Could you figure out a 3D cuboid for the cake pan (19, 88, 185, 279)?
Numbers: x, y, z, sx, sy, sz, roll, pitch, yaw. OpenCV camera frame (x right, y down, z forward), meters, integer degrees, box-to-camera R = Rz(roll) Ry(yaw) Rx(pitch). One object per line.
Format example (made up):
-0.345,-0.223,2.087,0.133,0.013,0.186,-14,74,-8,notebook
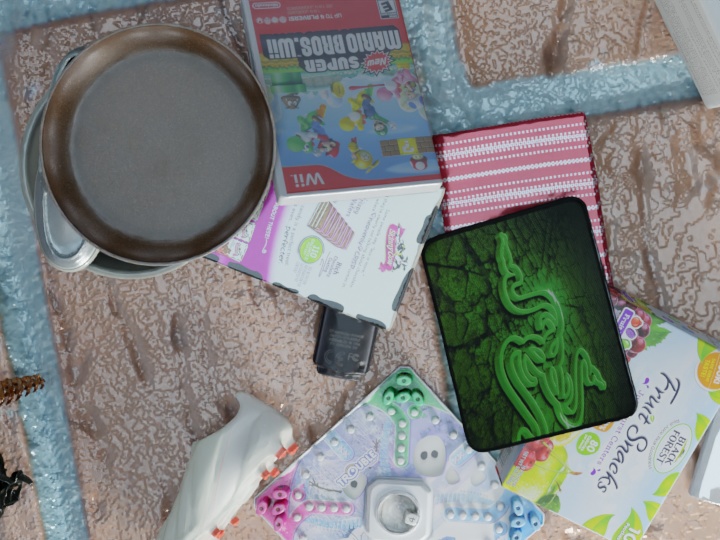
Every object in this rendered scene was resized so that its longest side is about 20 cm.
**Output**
-0.208,-0.093,1.335,0.199,0.037,0.201,0,96,3,cake pan

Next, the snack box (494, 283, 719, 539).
0.231,0.131,1.317,0.142,0.053,0.200,26,101,-9,snack box

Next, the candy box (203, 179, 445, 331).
-0.042,-0.047,1.284,0.199,0.061,0.137,22,94,0,candy box

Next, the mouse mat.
0.146,0.048,1.293,0.160,0.008,0.201,-17,83,21,mouse mat

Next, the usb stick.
0.000,0.000,1.337,0.055,0.033,0.201,12,97,-1,usb stick

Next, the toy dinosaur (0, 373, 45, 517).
-0.377,0.164,1.350,0.200,0.102,0.136,-42,75,28,toy dinosaur

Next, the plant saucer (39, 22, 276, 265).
-0.167,-0.104,1.226,0.199,0.032,0.201,0,91,4,plant saucer

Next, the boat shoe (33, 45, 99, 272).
-0.254,-0.097,1.282,0.070,0.072,0.202,7,96,2,boat shoe

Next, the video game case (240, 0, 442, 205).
-0.018,-0.154,1.263,0.142,0.017,0.201,-6,67,-14,video game case

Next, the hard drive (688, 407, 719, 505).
0.391,0.127,1.333,0.131,0.026,0.201,16,97,1,hard drive

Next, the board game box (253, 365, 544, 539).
0.035,0.226,1.363,0.200,0.026,0.200,-42,93,7,board game box

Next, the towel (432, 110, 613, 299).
0.149,-0.035,1.330,0.144,0.022,0.201,-9,95,4,towel

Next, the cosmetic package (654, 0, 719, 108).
0.339,-0.244,1.207,0.166,0.200,0.168,-27,94,5,cosmetic package

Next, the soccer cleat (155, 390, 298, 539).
-0.140,0.202,1.355,0.078,0.069,0.200,41,97,15,soccer cleat
